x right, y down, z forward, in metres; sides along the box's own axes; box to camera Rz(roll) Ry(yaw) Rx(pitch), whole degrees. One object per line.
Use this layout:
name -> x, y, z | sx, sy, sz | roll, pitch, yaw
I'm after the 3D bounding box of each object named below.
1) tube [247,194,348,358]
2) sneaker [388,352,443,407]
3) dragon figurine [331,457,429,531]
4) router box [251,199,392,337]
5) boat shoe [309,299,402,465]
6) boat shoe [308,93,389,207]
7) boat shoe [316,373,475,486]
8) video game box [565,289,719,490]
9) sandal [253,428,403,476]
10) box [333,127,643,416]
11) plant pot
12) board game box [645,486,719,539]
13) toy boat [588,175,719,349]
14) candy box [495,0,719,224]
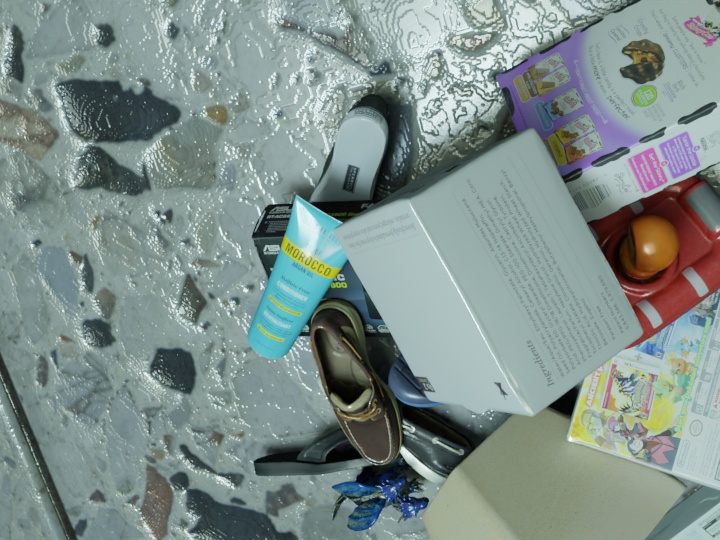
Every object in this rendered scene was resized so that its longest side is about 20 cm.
tube -> -0.064, 0.012, 0.980 | 0.077, 0.050, 0.200 | 27, 130, -2
sneaker -> 0.105, 0.103, 0.991 | 0.074, 0.200, 0.082 | 50, 137, 24
dragon figurine -> 0.007, 0.268, 1.118 | 0.200, 0.099, 0.059 | -23, 88, 37
router box -> 0.000, 0.000, 1.021 | 0.199, 0.062, 0.150 | -2, 131, 19
boat shoe -> -0.009, 0.133, 1.017 | 0.072, 0.072, 0.201 | -11, 109, 16
boat shoe -> -0.010, -0.100, 1.016 | 0.068, 0.057, 0.200 | 22, 133, -3
boat shoe -> 0.041, 0.167, 1.094 | 0.200, 0.074, 0.060 | 38, 110, 6
video game box -> 0.320, 0.103, 0.942 | 0.182, 0.047, 0.201 | 18, 81, 9
sandal -> -0.041, 0.217, 1.142 | 0.200, 0.075, 0.048 | -9, 89, 21
box -> 0.102, 0.007, 0.828 | 0.131, 0.199, 0.200 | -32, 96, -19
plant pot -> 0.183, 0.260, 0.999 | 0.177, 0.200, 0.200 | 44, 148, 18
board game box -> 0.420, 0.342, 1.040 | 0.200, 0.064, 0.148 | 43, 117, 1
toy boat -> 0.263, -0.015, 0.885 | 0.200, 0.131, 0.131 | -36, 74, 1
candy box -> 0.240, -0.150, 0.842 | 0.200, 0.168, 0.072 | -26, 136, 17
